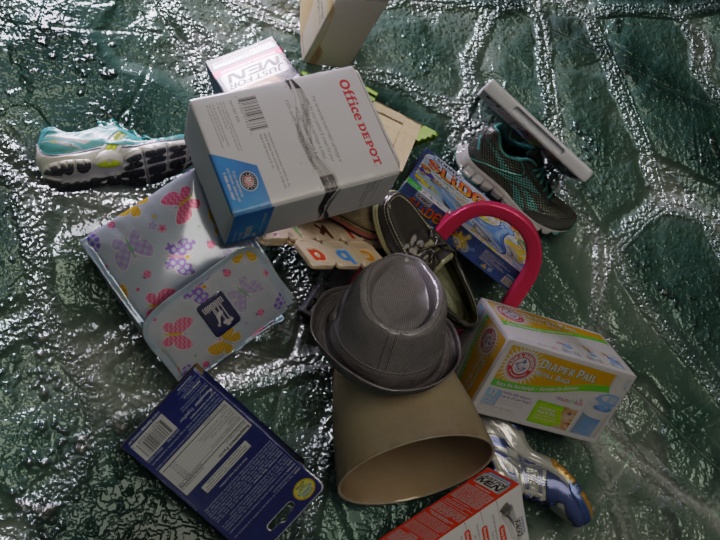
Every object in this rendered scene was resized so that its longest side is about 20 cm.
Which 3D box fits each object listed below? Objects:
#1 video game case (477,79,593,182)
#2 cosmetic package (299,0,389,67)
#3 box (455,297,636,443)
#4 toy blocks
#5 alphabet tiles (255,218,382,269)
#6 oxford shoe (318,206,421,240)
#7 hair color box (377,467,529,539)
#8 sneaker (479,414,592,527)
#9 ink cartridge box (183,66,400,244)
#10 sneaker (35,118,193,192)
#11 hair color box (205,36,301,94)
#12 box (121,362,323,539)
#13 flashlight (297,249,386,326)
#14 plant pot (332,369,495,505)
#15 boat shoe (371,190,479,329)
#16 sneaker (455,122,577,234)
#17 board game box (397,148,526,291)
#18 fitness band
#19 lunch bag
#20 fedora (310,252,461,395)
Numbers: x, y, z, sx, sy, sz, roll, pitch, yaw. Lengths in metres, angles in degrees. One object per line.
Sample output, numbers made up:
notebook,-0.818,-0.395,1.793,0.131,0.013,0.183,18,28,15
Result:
video game case,0.239,-0.195,1.395,0.182,0.200,0.023,42,99,-2
cosmetic package,-0.020,-0.367,1.340,0.071,0.200,0.106,3,68,-19
box,0.224,0.126,1.263,0.199,0.113,0.101,16,23,-24
toy blocks,-0.015,-0.163,1.335,0.200,0.100,0.137,26,74,-10
alphabet tiles,-0.062,-0.062,1.214,0.200,0.015,0.196,0,38,-43
oxford shoe,0.001,-0.090,1.222,0.199,0.075,0.071,12,32,-29
hair color box,0.104,0.331,1.171,0.200,0.064,0.111,-25,116,-27
sneaker,0.199,0.262,1.264,0.200,0.075,0.088,43,68,8
ink cartridge box,-0.077,-0.129,1.113,0.199,0.084,0.145,-16,72,-21
sneaker,-0.292,-0.152,1.222,0.199,0.078,0.080,-6,64,-24
hair color box,-0.111,-0.202,1.262,0.099,0.061,0.200,-24,54,-12
box,-0.151,0.215,1.121,0.200,0.032,0.121,43,90,-6
flashlight,0.000,0.000,1.287,0.068,0.068,0.200,24,64,17
plant pot,0.042,0.147,1.192,0.187,0.187,0.200,-1,56,-22
boat shoe,0.087,-0.013,1.216,0.072,0.066,0.201,-40,110,-30
sneaker,0.231,-0.129,1.402,0.200,0.091,0.078,35,39,-8
board game box,0.144,-0.070,1.349,0.200,0.034,0.135,38,29,-5
fitness band,0.143,0.004,1.281,0.143,0.200,0.037,31,20,-4
lunch bag,-0.193,0.007,1.151,0.169,0.127,0.200,-33,87,-10
fedora,0.038,0.045,1.119,0.176,0.090,0.200,20,35,4
